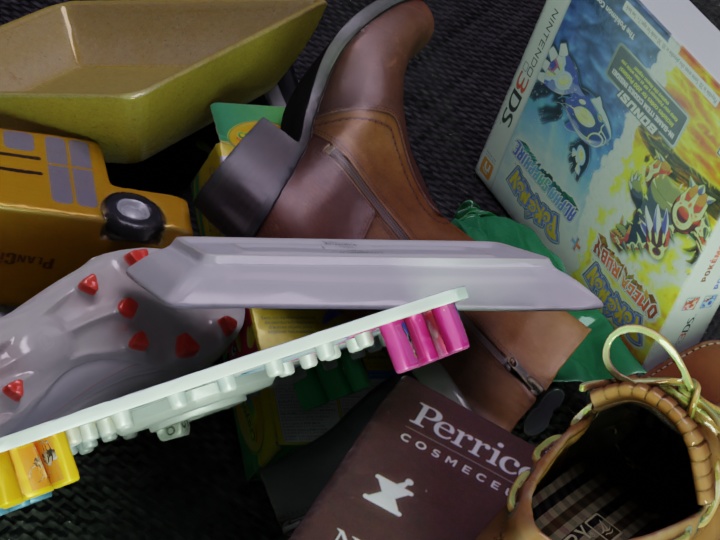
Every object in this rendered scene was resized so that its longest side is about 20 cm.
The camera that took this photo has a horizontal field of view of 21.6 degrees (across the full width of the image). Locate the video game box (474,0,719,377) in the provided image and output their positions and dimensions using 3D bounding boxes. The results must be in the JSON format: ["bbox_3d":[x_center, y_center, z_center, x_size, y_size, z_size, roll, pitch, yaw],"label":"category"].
[{"bbox_3d":[0.160,-0.071,1.120,0.047,0.183,0.200,-8,45,-31],"label":"video game box"}]

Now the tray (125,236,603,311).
[{"bbox_3d":[0.000,0.000,0.852,0.198,0.022,0.107,1,6,-18],"label":"tray"}]

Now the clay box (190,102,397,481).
[{"bbox_3d":[-0.019,0.008,0.981,0.114,0.048,0.201,2,59,-27],"label":"clay box"}]

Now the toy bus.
[{"bbox_3d":[-0.187,-0.028,0.923,0.199,0.065,0.079,7,37,-22],"label":"toy bus"}]

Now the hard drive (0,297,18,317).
[{"bbox_3d":[-0.241,0.004,0.929,0.131,0.027,0.200,29,36,8],"label":"hard drive"}]

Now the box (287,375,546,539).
[{"bbox_3d":[0.025,0.184,0.722,0.165,0.165,0.200,28,35,7],"label":"box"}]

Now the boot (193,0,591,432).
[{"bbox_3d":[0.042,-0.031,0.963,0.200,0.069,0.189,39,50,-1],"label":"boot"}]

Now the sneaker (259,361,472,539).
[{"bbox_3d":[0.041,0.151,0.873,0.106,0.075,0.201,-31,78,-3],"label":"sneaker"}]

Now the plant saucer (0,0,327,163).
[{"bbox_3d":[-0.144,-0.105,1.050,0.199,0.049,0.200,3,23,30],"label":"plant saucer"}]

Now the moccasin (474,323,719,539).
[{"bbox_3d":[0.104,0.071,0.704,0.074,0.078,0.201,40,38,22],"label":"moccasin"}]

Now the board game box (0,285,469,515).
[{"bbox_3d":[-0.068,0.060,0.785,0.199,0.200,0.026,-18,85,-15],"label":"board game box"}]

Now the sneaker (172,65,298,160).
[{"bbox_3d":[-0.067,-0.071,1.113,0.082,0.072,0.201,-19,47,2],"label":"sneaker"}]

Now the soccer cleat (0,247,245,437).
[{"bbox_3d":[-0.141,0.041,0.880,0.199,0.077,0.070,-23,80,-42],"label":"soccer cleat"}]

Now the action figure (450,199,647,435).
[{"bbox_3d":[0.090,0.019,1.075,0.117,0.055,0.200,7,31,-20],"label":"action figure"}]
